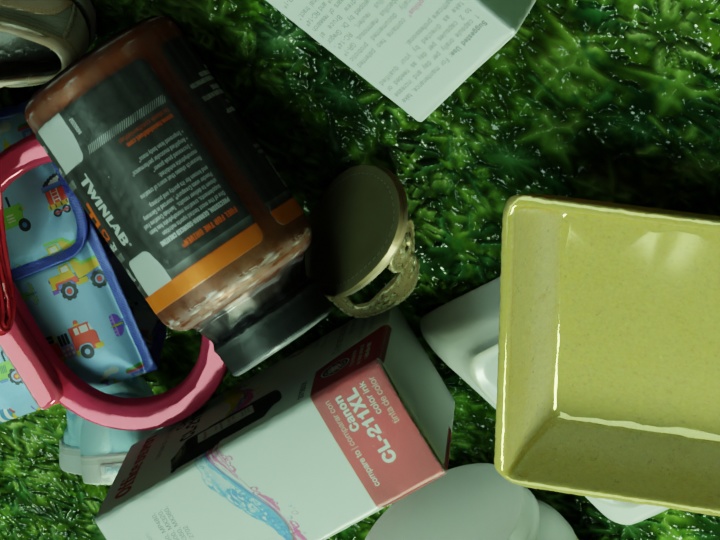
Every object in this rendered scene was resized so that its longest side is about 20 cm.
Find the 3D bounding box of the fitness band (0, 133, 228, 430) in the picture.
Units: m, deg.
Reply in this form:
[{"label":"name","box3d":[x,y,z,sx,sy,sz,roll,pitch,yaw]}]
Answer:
[{"label":"fitness band","box3d":[-0.161,0.007,1.506,0.143,0.037,0.200,-27,102,11]}]

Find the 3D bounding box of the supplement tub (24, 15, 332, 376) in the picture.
[{"label":"supplement tub","box3d":[-0.100,-0.040,1.415,0.200,0.107,0.107,56,139,-1]}]

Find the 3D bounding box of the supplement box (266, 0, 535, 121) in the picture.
[{"label":"supplement box","box3d":[-0.003,-0.188,1.237,0.200,0.101,0.103,38,141,-7]}]

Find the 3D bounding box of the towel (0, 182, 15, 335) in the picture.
[{"label":"towel","box3d":[-0.294,-0.039,1.503,0.200,0.022,0.145,8,111,35]}]

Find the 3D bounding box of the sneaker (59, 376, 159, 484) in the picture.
[{"label":"sneaker","box3d":[-0.165,0.097,1.656,0.074,0.082,0.200,-3,180,-15]}]

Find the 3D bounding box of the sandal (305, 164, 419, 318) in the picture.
[{"label":"sandal","box3d":[0.000,-0.006,1.477,0.069,0.078,0.212,12,157,-27]}]

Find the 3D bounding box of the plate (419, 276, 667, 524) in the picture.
[{"label":"plate","box3d":[0.155,0.073,1.468,0.200,0.032,0.200,43,140,-15]}]

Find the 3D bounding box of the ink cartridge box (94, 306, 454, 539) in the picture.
[{"label":"ink cartridge box","box3d":[-0.049,0.114,1.479,0.200,0.146,0.083,-29,100,10]}]

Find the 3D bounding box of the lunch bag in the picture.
[{"label":"lunch bag","box3d":[-0.227,-0.017,1.565,0.150,0.094,0.200,-20,111,19]}]

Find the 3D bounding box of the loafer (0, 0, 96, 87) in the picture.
[{"label":"loafer","box3d":[-0.258,-0.134,1.441,0.199,0.063,0.072,-4,122,6]}]

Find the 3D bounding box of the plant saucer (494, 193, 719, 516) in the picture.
[{"label":"plant saucer","box3d":[0.179,0.042,1.367,0.199,0.048,0.200,8,125,12]}]

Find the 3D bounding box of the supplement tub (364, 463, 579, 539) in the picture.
[{"label":"supplement tub","box3d":[0.099,0.238,1.591,0.145,0.146,0.200,-9,126,39]}]
